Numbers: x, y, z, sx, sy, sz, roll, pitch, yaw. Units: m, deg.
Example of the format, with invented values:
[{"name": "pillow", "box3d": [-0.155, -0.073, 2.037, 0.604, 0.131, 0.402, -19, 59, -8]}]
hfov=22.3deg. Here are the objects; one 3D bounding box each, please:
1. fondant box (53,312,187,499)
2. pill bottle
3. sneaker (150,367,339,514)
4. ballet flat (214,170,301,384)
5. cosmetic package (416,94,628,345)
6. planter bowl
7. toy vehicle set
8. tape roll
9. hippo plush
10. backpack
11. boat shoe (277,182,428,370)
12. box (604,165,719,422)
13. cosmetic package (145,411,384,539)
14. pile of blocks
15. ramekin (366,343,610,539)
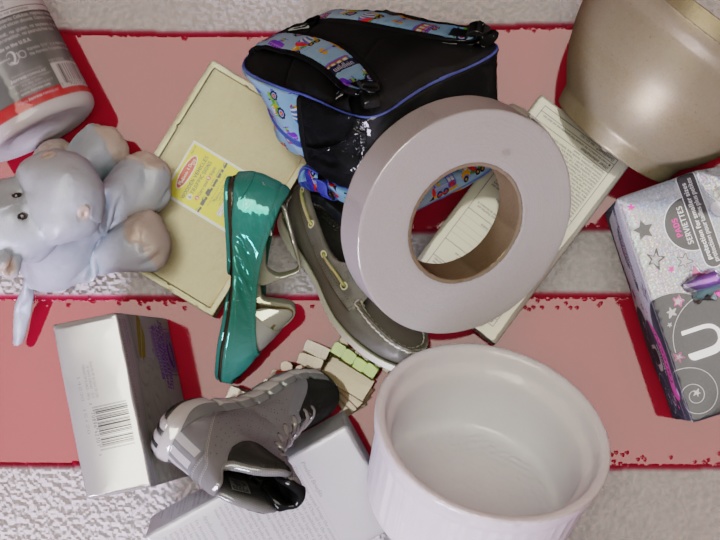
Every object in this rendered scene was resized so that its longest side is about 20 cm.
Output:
[{"name": "fondant box", "box3d": [-0.197, 0.113, 1.560, 0.058, 0.200, 0.145, -12, 86, 4]}, {"name": "pill bottle", "box3d": [-0.330, -0.209, 1.630, 0.114, 0.114, 0.201, -28, 85, 1]}, {"name": "sneaker", "box3d": [-0.069, 0.151, 1.510, 0.115, 0.199, 0.075, 41, 126, 30]}, {"name": "ballet flat", "box3d": [-0.088, 0.012, 1.601, 0.070, 0.067, 0.201, 6, 109, 5]}, {"name": "cosmetic package", "box3d": [0.138, -0.043, 1.617, 0.103, 0.073, 0.200, 38, 89, 4]}, {"name": "planter bowl", "box3d": [0.255, -0.162, 1.570, 0.200, 0.200, 0.135, 39, 108, 4]}, {"name": "toy vehicle set", "box3d": [-0.133, -0.074, 1.655, 0.124, 0.027, 0.201, 32, 89, 4]}, {"name": "tape roll", "box3d": [0.080, -0.046, 1.507, 0.202, 0.037, 0.204, -11, 118, -23]}, {"name": "hippo plush", "box3d": [-0.275, -0.059, 1.579, 0.199, 0.161, 0.160, -25, 69, 14]}, {"name": "backpack", "box3d": [0.002, -0.146, 1.581, 0.182, 0.200, 0.135, -31, 128, -34]}, {"name": "boat shoe", "box3d": [-0.002, 0.001, 1.593, 0.072, 0.060, 0.202, -18, 60, -36]}, {"name": "box", "box3d": [0.295, 0.020, 1.575, 0.114, 0.132, 0.201, -19, 86, 2]}, {"name": "cosmetic package", "box3d": [-0.077, 0.218, 1.603, 0.199, 0.071, 0.102, -28, 98, 2]}, {"name": "pile of blocks", "box3d": [-0.040, 0.100, 1.623, 0.200, 0.062, 0.082, -34, 85, 1]}, {"name": "ramekin", "box3d": [0.100, 0.164, 1.529, 0.200, 0.201, 0.098, 20, 130, 4]}]
